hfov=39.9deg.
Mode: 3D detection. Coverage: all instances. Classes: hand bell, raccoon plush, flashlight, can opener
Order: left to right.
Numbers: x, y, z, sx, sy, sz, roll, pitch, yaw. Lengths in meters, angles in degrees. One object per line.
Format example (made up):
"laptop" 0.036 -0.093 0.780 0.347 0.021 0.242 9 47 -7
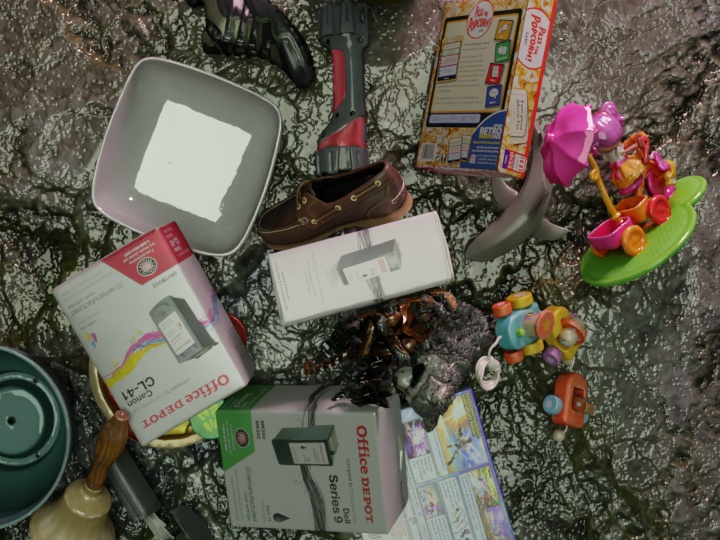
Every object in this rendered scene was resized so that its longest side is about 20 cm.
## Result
"hand bell" -0.297 0.233 1.120 0.103 0.104 0.202 28 119 -1
"can opener" -0.256 0.275 1.197 0.066 0.052 0.201 -38 94 -35
"flashlight" -0.025 -0.213 1.184 0.067 0.068 0.204 -2 87 -34
"raccoon plush" 0.131 0.104 1.142 0.196 0.098 0.135 -13 50 -1

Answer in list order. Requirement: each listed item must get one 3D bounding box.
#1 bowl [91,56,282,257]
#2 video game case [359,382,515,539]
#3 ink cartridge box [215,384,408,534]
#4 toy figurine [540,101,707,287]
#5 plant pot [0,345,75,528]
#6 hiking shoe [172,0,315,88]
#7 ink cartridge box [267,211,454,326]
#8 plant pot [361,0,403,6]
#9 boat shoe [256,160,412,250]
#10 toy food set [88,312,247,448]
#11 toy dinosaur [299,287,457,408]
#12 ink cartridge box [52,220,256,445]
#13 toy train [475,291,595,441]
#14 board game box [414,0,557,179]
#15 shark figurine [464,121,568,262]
"bowl" -0.200 -0.129 1.173 0.197 0.075 0.203 20 90 -2
"video game case" 0.076 0.260 1.200 0.178 0.045 0.204 -16 91 1
"ink cartridge box" -0.054 0.213 1.135 0.196 0.084 0.149 -3 102 20
"toy figurine" 0.290 -0.117 1.136 0.200 0.149 0.185 -43 108 -22
"plant pot" -0.417 0.180 1.142 0.196 0.134 0.205 0 91 -2
"hiking shoe" -0.136 -0.280 1.180 0.100 0.076 0.201 -41 83 8
"ink cartridge box" 0.000 0.000 1.144 0.196 0.146 0.086 -13 88 -1
"plant pot" 0.031 -0.385 1.114 0.196 0.193 0.205 0 90 -1
"boat shoe" -0.040 -0.081 1.147 0.197 0.070 0.071 -16 48 22
"toy food set" -0.231 0.113 1.189 0.194 0.049 0.204 -4 91 -1
"toy dinosaur" 0.016 0.085 1.106 0.102 0.136 0.200 41 122 1
"ink cartridge box" -0.228 0.069 1.113 0.146 0.086 0.202 -29 94 5
"toy train" 0.222 0.109 1.155 0.198 0.055 0.153 27 69 -38
"board game box" 0.141 -0.212 1.142 0.046 0.151 0.204 10 92 -35
"shark figurine" 0.203 -0.112 1.178 0.126 0.090 0.219 8 93 -3
